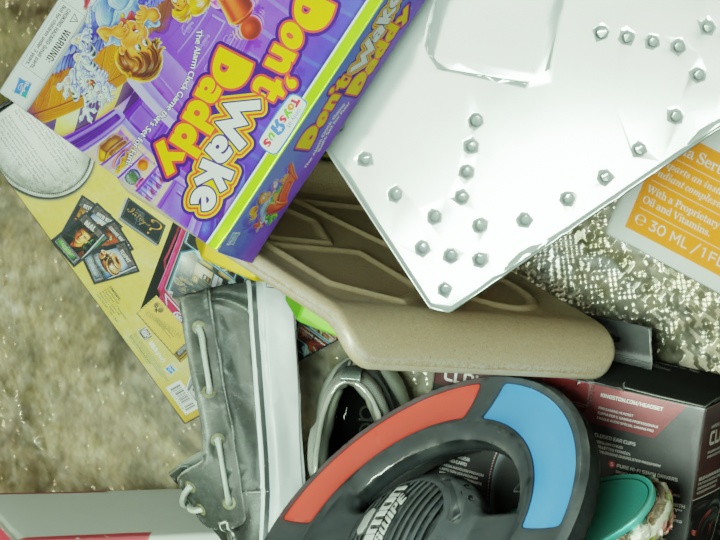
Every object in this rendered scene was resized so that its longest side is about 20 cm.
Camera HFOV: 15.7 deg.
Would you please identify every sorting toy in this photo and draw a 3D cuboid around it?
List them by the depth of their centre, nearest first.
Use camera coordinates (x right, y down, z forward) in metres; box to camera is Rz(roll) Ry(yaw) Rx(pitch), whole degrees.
[{"bbox_3d":[0.000,0.000,1.263,0.200,0.185,0.037,37,113,41],"label":"sorting toy"}]

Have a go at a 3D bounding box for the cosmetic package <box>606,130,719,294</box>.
[{"bbox_3d":[0.206,-0.086,1.229,0.101,0.071,0.200,29,109,23],"label":"cosmetic package"}]

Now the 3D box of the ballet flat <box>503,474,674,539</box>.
[{"bbox_3d":[0.076,0.151,1.260,0.200,0.076,0.064,-21,119,32],"label":"ballet flat"}]

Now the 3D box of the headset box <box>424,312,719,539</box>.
[{"bbox_3d":[0.109,0.121,1.309,0.148,0.075,0.200,12,103,27],"label":"headset box"}]

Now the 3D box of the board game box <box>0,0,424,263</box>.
[{"bbox_3d":[-0.052,-0.125,1.172,0.134,0.045,0.200,35,96,19],"label":"board game box"}]

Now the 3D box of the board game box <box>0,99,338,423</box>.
[{"bbox_3d":[-0.097,-0.030,1.390,0.135,0.035,0.200,-29,103,29],"label":"board game box"}]

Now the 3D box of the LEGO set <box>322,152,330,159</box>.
[{"bbox_3d":[-0.042,-0.147,1.303,0.116,0.200,0.154,-40,58,23],"label":"LEGO set"}]

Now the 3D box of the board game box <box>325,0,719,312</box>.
[{"bbox_3d":[0.064,-0.116,1.185,0.200,0.026,0.200,-35,83,11],"label":"board game box"}]

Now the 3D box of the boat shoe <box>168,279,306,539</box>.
[{"bbox_3d":[-0.064,0.104,1.357,0.071,0.072,0.200,-3,90,-1],"label":"boat shoe"}]

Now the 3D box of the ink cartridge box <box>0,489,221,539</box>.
[{"bbox_3d":[-0.141,0.226,1.416,0.083,0.145,0.200,28,114,60],"label":"ink cartridge box"}]

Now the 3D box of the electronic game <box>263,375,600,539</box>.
[{"bbox_3d":[0.025,0.128,1.216,0.200,0.200,0.042,-23,124,30],"label":"electronic game"}]

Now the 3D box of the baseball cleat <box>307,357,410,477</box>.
[{"bbox_3d":[-0.002,0.147,1.356,0.070,0.106,0.200,-7,96,10],"label":"baseball cleat"}]
